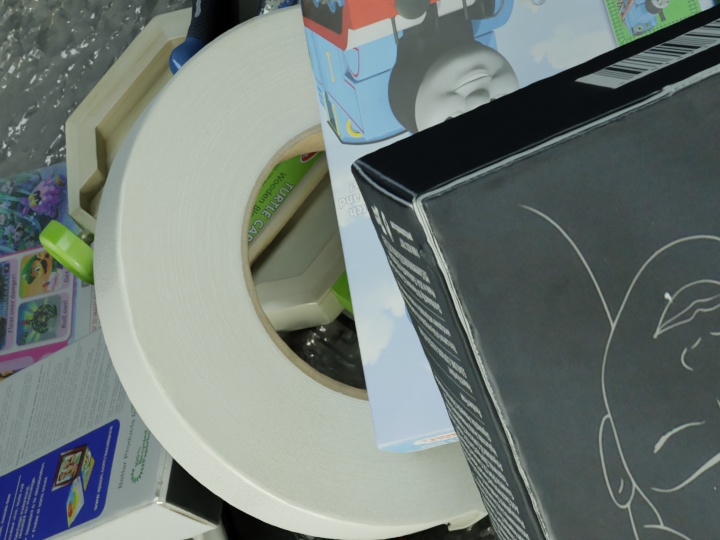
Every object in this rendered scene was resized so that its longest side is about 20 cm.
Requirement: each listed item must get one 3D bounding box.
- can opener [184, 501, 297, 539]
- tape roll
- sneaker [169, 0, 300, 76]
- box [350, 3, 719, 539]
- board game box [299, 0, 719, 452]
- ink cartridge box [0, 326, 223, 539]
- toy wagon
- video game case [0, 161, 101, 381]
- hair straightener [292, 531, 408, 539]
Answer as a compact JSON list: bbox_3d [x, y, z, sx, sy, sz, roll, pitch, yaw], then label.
[{"bbox_3d":[-0.037,0.150,0.852,0.066,0.053,0.201,-8,63,-21],"label":"can opener"},{"bbox_3d":[0.000,0.000,0.822,0.037,0.201,0.205,146,136,-64],"label":"tape roll"},{"bbox_3d":[-0.034,-0.157,0.872,0.077,0.085,0.202,2,87,49],"label":"sneaker"},{"bbox_3d":[0.128,0.025,0.643,0.199,0.124,0.198,-22,100,-5],"label":"box"},{"bbox_3d":[0.061,-0.051,0.768,0.150,0.037,0.202,-15,78,21],"label":"board game box"},{"bbox_3d":[-0.117,0.077,0.890,0.199,0.037,0.095,-24,48,45],"label":"ink cartridge box"},{"bbox_3d":[-0.036,-0.032,0.929,0.199,0.040,0.156,35,80,26],"label":"toy wagon"},{"bbox_3d":[-0.142,0.046,0.986,0.181,0.024,0.202,-12,65,28],"label":"video game case"},{"bbox_3d":[0.002,0.102,0.838,0.041,0.077,0.200,-44,54,13],"label":"hair straightener"}]
